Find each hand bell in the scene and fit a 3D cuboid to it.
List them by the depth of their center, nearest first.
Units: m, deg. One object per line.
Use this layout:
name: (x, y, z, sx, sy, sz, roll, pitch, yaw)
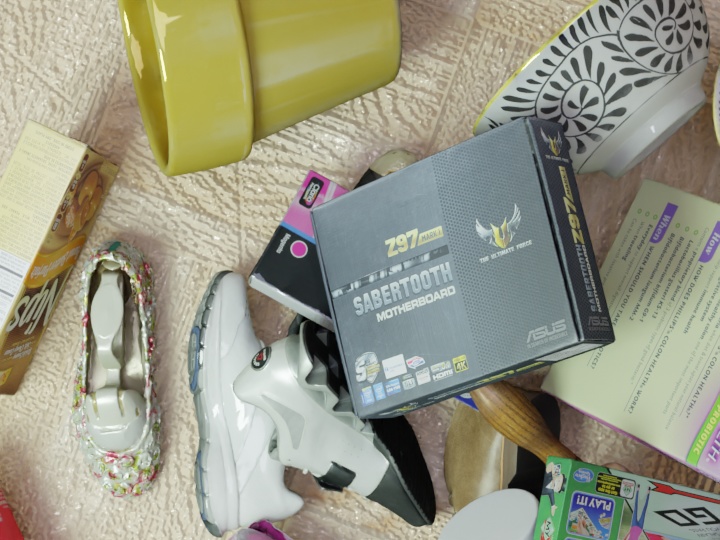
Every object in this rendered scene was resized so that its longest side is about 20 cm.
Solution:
hand bell: (0.148, 0.138, 1.348, 0.104, 0.104, 0.200, -46, 107, 0)

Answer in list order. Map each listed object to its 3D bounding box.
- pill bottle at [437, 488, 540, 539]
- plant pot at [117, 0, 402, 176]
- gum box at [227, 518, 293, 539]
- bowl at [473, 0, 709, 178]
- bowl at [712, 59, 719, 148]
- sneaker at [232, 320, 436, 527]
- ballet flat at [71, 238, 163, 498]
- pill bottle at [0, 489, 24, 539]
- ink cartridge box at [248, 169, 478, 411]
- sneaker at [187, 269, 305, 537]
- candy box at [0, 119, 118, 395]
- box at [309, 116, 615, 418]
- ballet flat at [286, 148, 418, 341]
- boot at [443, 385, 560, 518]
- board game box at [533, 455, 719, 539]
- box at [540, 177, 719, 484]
pill bottle: (0.133, 0.258, 1.334, 0.111, 0.111, 0.201, -28, 113, 2)
plant pot: (-0.075, -0.185, 1.389, 0.187, 0.201, 0.203, -11, 85, -12)
gum box: (-0.042, 0.289, 1.388, 0.199, 0.066, 0.114, 37, 112, 6)
bowl: (0.185, -0.130, 1.343, 0.200, 0.201, 0.094, -40, 83, 1)
bowl: (0.356, -0.116, 1.389, 0.198, 0.094, 0.203, 0, 86, 4)
sneaker: (-0.019, 0.126, 1.393, 0.088, 0.074, 0.200, -29, 118, 20)
ballet flat: (-0.192, 0.076, 1.434, 0.075, 0.064, 0.202, -5, 86, 3)
pill bottle: (-0.293, 0.251, 1.405, 0.111, 0.112, 0.201, -26, 84, 2)
ink cartridge box: (0.024, 0.015, 1.390, 0.199, 0.037, 0.095, 29, 76, -1)
sneaker: (-0.088, 0.100, 1.431, 0.086, 0.074, 0.202, -4, 89, -12)
candy box: (-0.258, -0.006, 1.418, 0.055, 0.115, 0.202, 24, 88, 7)
box: (0.066, 0.002, 1.292, 0.199, 0.051, 0.159, -21, 75, 34)
ballet flat: (0.000, 0.000, 1.425, 0.066, 0.057, 0.202, 22, 83, 9)
boot: (0.098, 0.185, 1.413, 0.075, 0.073, 0.202, 11, 94, 41)
board game box: (0.202, 0.214, 1.291, 0.198, 0.029, 0.136, 15, 81, -30)
box: (0.260, 0.054, 1.333, 0.199, 0.096, 0.177, 25, 87, 47)
